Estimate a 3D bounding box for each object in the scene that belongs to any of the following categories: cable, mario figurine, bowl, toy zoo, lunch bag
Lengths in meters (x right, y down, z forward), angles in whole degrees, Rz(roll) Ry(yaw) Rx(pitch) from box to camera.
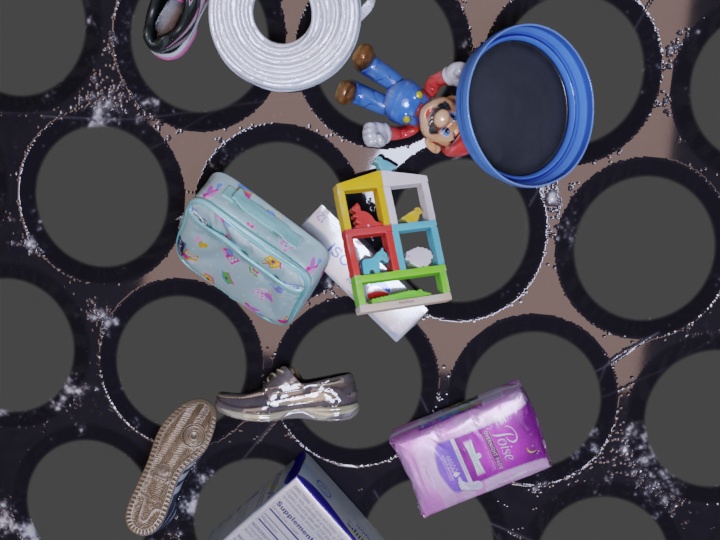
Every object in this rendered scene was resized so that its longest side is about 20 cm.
[{"bbox_3d":[-0.096,-0.326,1.243,0.199,0.069,0.201,27,103,-12],"label":"cable"},{"bbox_3d":[0.069,-0.213,1.244,0.199,0.106,0.124,27,135,7],"label":"mario figurine"},{"bbox_3d":[0.205,-0.204,1.227,0.199,0.039,0.203,-2,94,-28],"label":"bowl"},{"bbox_3d":[0.039,-0.050,1.271,0.130,0.020,0.202,-8,79,-20],"label":"toy zoo"},{"bbox_3d":[-0.145,-0.027,1.263,0.199,0.161,0.077,34,58,0],"label":"lunch bag"}]

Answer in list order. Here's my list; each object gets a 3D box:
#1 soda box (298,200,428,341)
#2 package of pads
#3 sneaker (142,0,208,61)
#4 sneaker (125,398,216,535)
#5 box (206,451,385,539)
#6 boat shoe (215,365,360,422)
[{"bbox_3d":[0.000,0.000,1.305,0.200,0.068,0.063,45,97,-4],"label":"soda box"},{"bbox_3d":[0.150,0.242,1.331,0.198,0.076,0.121,-23,100,7],"label":"package of pads"},{"bbox_3d":[-0.220,-0.363,1.251,0.080,0.086,0.202,21,100,-2],"label":"sneaker"},{"bbox_3d":[-0.265,0.278,1.376,0.070,0.109,0.201,27,70,2],"label":"sneaker"},{"bbox_3d":[-0.093,0.393,1.357,0.200,0.105,0.184,-41,94,10],"label":"box"},{"bbox_3d":[-0.099,0.166,1.345,0.198,0.074,0.074,0,90,-5],"label":"boat shoe"}]
